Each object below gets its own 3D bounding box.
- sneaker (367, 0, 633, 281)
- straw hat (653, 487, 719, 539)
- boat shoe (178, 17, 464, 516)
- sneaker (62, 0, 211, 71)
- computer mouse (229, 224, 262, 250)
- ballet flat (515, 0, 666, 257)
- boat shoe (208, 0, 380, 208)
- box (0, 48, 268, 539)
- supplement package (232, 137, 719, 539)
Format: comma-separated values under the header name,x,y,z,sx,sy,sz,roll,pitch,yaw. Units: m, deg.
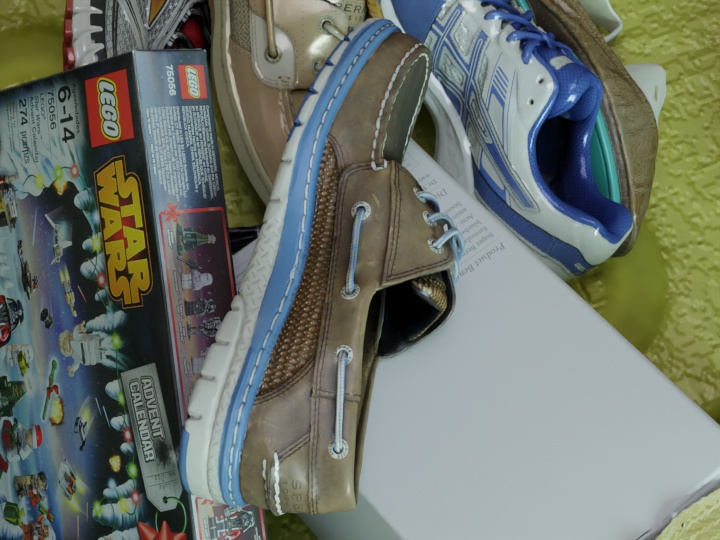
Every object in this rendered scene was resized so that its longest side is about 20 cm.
name,x,y,z,sx,sy,sz,roll,pitch,yaw
sneaker,0.066,-0.091,0.824,0.075,0.088,0.201,-19,91,-48
straw hat,0.141,0.176,0.692,0.200,0.085,0.203,4,80,-23
boat shoe,0.000,0.000,0.688,0.072,0.072,0.201,15,69,12
sneaker,-0.095,-0.122,0.864,0.082,0.078,0.201,4,67,-3
computer mouse,-0.109,0.028,0.823,0.199,0.034,0.059,-29,71,-15
ballet flat,0.101,-0.100,0.883,0.072,0.068,0.201,-14,63,-30
boat shoe,-0.027,-0.108,0.836,0.064,0.071,0.201,-16,90,33
box,-0.104,0.023,0.738,0.040,0.136,0.202,-7,88,-45
supplement package,0.040,0.070,0.745,0.121,0.120,0.200,-35,59,-16
